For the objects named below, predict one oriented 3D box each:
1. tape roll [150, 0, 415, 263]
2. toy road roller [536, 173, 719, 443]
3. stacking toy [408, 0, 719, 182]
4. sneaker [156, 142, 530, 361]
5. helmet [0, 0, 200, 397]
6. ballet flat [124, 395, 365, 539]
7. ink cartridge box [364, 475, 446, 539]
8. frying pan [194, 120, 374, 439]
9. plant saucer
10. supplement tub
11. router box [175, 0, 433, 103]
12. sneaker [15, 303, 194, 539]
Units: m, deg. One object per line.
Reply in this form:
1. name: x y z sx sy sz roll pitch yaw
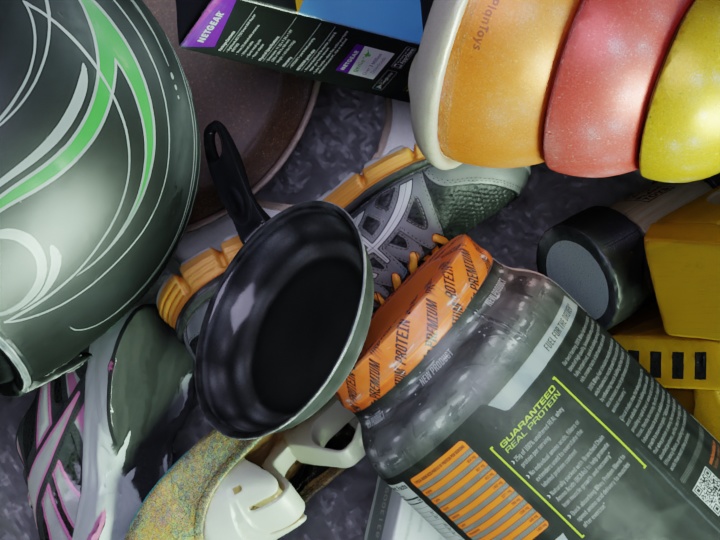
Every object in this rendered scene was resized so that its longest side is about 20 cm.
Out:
1. tape roll: -0.035 -0.081 1.031 0.201 0.037 0.205 -1 79 4
2. toy road roller: 0.195 0.024 0.924 0.122 0.199 0.147 -27 106 -34
3. stacking toy: 0.133 -0.083 0.855 0.199 0.146 0.147 24 83 16
4. sneaker: 0.000 0.000 0.953 0.199 0.078 0.078 -29 70 2
5. helmet: -0.170 -0.063 0.890 0.199 0.200 0.191 27 69 9
6. ballet flat: -0.035 0.095 0.964 0.200 0.071 0.071 -42 79 -18
7. ink cartridge box: 0.091 0.188 0.967 0.198 0.047 0.161 16 81 -18
8. frying pan: -0.050 0.011 0.893 0.031 0.190 0.115 28 95 -35
9. plant saucer: -0.116 -0.111 1.007 0.198 0.037 0.202 -1 79 5
10. supplement tub: 0.086 0.086 0.885 0.200 0.122 0.123 44 86 -6
11. router box: -0.024 -0.188 0.974 0.148 0.051 0.201 10 54 -28
12. sneaker: -0.141 0.113 0.995 0.086 0.080 0.202 9 89 39
